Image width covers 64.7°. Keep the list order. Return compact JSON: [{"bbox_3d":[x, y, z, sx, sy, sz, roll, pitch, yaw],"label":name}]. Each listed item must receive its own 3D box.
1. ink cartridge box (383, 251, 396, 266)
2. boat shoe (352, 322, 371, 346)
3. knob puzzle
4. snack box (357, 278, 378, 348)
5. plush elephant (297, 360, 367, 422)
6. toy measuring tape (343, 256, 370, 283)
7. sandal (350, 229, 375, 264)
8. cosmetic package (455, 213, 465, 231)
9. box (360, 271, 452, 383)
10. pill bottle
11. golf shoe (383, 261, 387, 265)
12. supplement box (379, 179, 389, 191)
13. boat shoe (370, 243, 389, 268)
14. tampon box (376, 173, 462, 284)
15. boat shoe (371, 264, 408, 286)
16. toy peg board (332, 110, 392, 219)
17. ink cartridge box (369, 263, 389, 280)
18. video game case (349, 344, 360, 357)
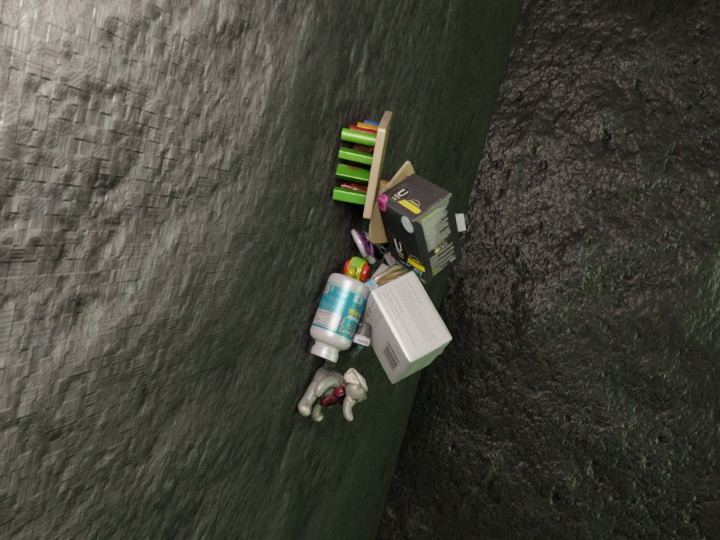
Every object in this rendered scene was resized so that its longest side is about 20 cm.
[{"bbox_3d":[0.165,-0.070,1.698,0.172,0.044,0.200,-34,172,10],"label":"ink cartridge box"},{"bbox_3d":[-0.020,0.157,1.496,0.200,0.068,0.068,166,-59,-73],"label":"boat shoe"},{"bbox_3d":[0.080,-0.158,1.463,0.218,0.030,0.223,-35,143,-32],"label":"knob puzzle"},{"bbox_3d":[0.015,0.123,1.579,0.114,0.037,0.202,-25,134,-5],"label":"snack box"},{"bbox_3d":[-0.054,0.334,1.541,0.166,0.152,0.203,74,37,-62],"label":"plush elephant"},{"bbox_3d":[0.000,0.000,1.554,0.200,0.072,0.075,5,102,-76],"label":"toy measuring tape"},{"bbox_3d":[0.017,-0.072,1.508,0.049,0.084,0.203,-30,168,4],"label":"sandal"},{"bbox_3d":[0.192,-0.127,1.628,0.200,0.147,0.053,-161,-122,-75],"label":"cosmetic package"},{"bbox_3d":[0.106,0.148,1.437,0.128,0.203,0.200,-23,161,-20],"label":"box"},{"bbox_3d":[-0.057,0.119,1.400,0.111,0.108,0.204,49,60,-71],"label":"pill bottle"},{"bbox_3d":[0.104,-0.007,1.887,0.091,0.074,0.205,-42,146,-66],"label":"golf shoe"},{"bbox_3d":[0.122,-0.209,1.647,0.199,0.124,0.075,-15,123,-70],"label":"supplement box"},{"bbox_3d":[0.061,-0.085,1.667,0.068,0.073,0.201,-51,169,-37],"label":"boat shoe"},{"bbox_3d":[0.146,-0.102,1.394,0.125,0.149,0.203,-34,131,-18],"label":"tampon box"},{"bbox_3d":[0.105,0.024,1.631,0.197,0.073,0.076,-24,173,-27],"label":"boat shoe"},{"bbox_3d":[0.004,-0.255,1.306,0.200,0.095,0.204,-75,176,-64],"label":"toy peg board"},{"bbox_3d":[0.036,0.093,1.690,0.201,0.066,0.117,-51,160,-30],"label":"ink cartridge box"},{"bbox_3d":[0.052,0.163,1.790,0.183,0.022,0.200,-48,-177,31],"label":"video game case"}]
